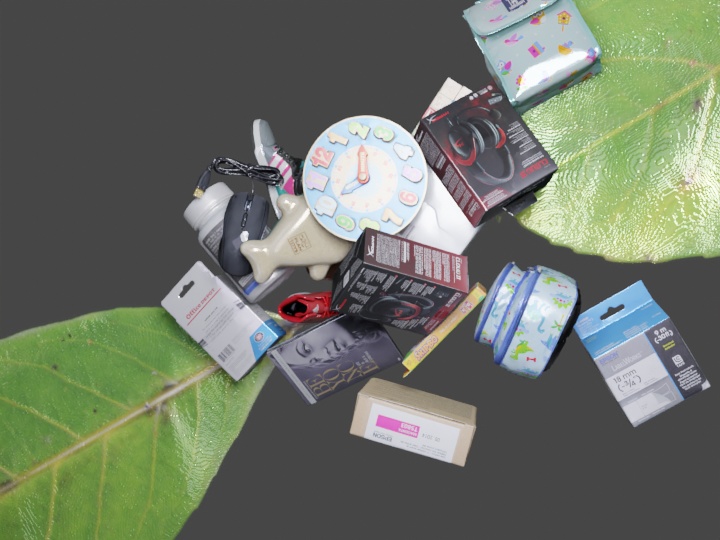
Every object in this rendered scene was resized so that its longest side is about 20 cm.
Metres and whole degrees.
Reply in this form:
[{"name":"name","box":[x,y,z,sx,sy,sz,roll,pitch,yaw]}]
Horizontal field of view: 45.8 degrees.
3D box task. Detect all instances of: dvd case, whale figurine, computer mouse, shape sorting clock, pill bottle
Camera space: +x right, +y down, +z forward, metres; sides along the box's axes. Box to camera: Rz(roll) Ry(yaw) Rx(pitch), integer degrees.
[{"name":"dvd case","box":[-0.043,0.149,1.500,0.200,0.016,0.149,-26,124,10]},{"name":"whale figurine","box":[-0.104,-0.056,1.428,0.200,0.104,0.159,-29,107,-10]},{"name":"computer mouse","box":[-0.219,-0.099,1.433,0.140,0.046,0.201,17,81,-3]},{"name":"shape sorting clock","box":[0.006,-0.145,1.345,0.199,0.039,0.201,0,87,10]},{"name":"pill bottle","box":[-0.214,-0.051,1.508,0.114,0.114,0.200,-41,87,9]}]

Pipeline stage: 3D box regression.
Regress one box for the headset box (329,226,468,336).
[{"name":"headset box","box":[0.070,0.024,1.368,0.199,0.149,0.075,15,53,-16]}]

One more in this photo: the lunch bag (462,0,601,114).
[{"name":"lunch bag","box":[0.281,-0.386,1.407,0.170,0.122,0.200,-26,80,12]}]

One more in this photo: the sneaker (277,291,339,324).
[{"name":"sneaker","box":[-0.048,0.069,1.486,0.199,0.116,0.079,-10,91,10]}]

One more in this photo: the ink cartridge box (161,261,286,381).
[{"name":"ink cartridge box","box":[-0.248,0.087,1.544,0.200,0.068,0.116,44,99,4]}]

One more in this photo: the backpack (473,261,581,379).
[{"name":"backpack","box":[0.270,0.081,1.392,0.147,0.200,0.183,23,97,7]}]

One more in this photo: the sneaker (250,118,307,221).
[{"name":"sneaker","box":[-0.113,-0.185,1.499,0.120,0.084,0.201,-18,93,12]}]

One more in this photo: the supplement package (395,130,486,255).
[{"name":"supplement package","box":[0.114,-0.115,1.452,0.200,0.111,0.156,37,98,7]}]

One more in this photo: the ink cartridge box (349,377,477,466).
[{"name":"ink cartridge box","box":[0.094,0.254,1.449,0.199,0.165,0.075,16,95,9]}]

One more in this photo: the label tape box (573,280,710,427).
[{"name":"label tape box","box":[0.466,0.139,1.432,0.144,0.063,0.200,-31,88,9]}]

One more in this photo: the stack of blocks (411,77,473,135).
[{"name":"stack of blocks","box":[0.203,-0.225,1.458,0.200,0.059,0.115,35,98,6]}]

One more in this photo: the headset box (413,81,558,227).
[{"name":"headset box","box":[0.202,-0.176,1.347,0.148,0.075,0.200,-29,77,-17]}]

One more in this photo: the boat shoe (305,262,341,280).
[{"name":"boat shoe","box":[-0.001,-0.005,1.484,0.202,0.075,0.075,-4,129,10]}]

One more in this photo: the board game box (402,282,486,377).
[{"name":"board game box","box":[0.140,0.102,1.467,0.030,0.096,0.200,42,98,4]}]
